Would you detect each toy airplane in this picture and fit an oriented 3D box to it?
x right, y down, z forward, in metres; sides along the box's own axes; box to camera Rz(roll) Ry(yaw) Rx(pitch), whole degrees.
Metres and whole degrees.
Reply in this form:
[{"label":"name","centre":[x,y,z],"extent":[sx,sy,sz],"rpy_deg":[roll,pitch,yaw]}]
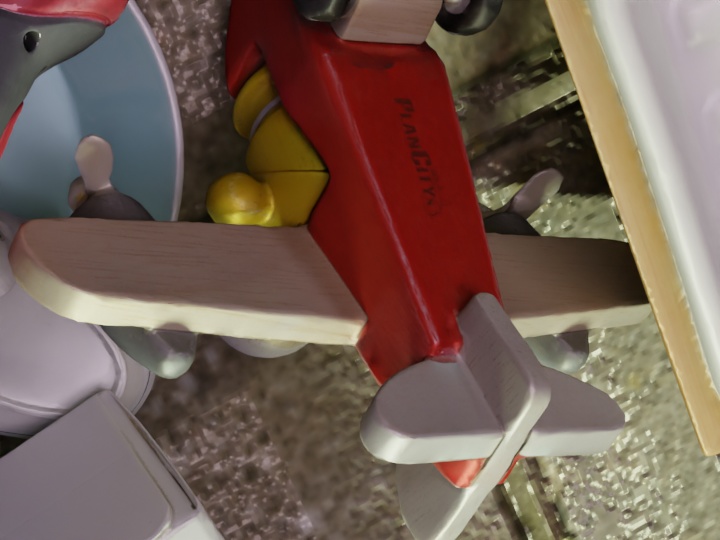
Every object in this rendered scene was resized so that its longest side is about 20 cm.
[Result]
[{"label":"toy airplane","centre":[0.000,0.000,0.740],"extent":[0.200,0.141,0.199],"rpy_deg":[42,46,-12]}]

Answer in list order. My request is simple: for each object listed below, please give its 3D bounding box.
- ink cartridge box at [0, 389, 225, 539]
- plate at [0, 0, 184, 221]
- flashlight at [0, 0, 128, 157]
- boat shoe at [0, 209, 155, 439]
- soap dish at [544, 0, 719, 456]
[{"label":"ink cartridge box","centre":[-0.089,0.160,0.755],"extent":[0.144,0.085,0.200],"rpy_deg":[-34,130,-8]},{"label":"plate","centre":[-0.159,-0.035,0.749],"extent":[0.200,0.026,0.200],"rpy_deg":[-4,103,-18]},{"label":"flashlight","centre":[-0.118,-0.035,0.648],"extent":[0.068,0.068,0.200],"rpy_deg":[30,65,-27]},{"label":"boat shoe","centre":[-0.151,0.004,0.711],"extent":[0.200,0.067,0.074],"rpy_deg":[29,93,-21]},{"label":"soap dish","centre":[0.144,-0.060,0.716],"extent":[0.157,0.081,0.200],"rpy_deg":[-27,118,-8]}]
